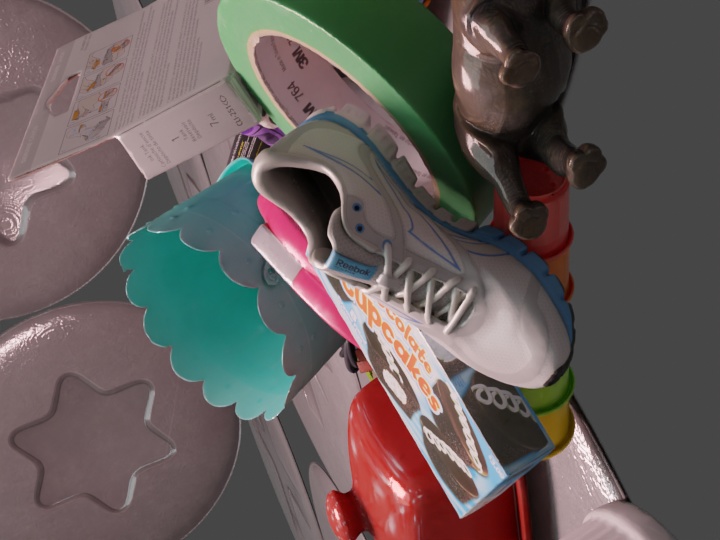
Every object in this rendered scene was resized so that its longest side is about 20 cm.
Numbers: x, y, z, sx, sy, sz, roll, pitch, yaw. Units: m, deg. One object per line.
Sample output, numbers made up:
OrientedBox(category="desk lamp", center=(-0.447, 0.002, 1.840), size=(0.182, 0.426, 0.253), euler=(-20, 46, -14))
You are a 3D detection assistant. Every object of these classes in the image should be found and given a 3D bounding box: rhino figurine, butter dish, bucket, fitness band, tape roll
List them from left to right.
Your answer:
OrientedBox(category="bucket", center=(-0.093, 0.011, 1.026), size=(0.206, 0.135, 0.209), euler=(30, 142, 27))
OrientedBox(category="fitness band", center=(0.000, 0.000, 0.886), size=(0.200, 0.038, 0.143), euler=(46, -157, 26))
OrientedBox(category="tape roll", center=(0.003, -0.102, 0.706), size=(0.200, 0.048, 0.201), euler=(38, 166, 11))
OrientedBox(category="butter dish", center=(0.042, 0.172, 0.953), size=(0.200, 0.146, 0.202), euler=(-127, 20, -50))
OrientedBox(category="rhino figurine", center=(0.072, -0.119, 0.550), size=(0.088, 0.059, 0.202), euler=(-118, 16, -48))

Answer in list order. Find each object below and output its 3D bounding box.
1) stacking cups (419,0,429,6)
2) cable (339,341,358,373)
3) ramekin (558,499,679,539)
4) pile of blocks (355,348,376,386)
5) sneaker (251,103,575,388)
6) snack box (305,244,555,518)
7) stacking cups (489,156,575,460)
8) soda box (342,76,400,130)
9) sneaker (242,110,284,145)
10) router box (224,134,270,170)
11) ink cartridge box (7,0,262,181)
OrientedBox(category="stacking cups", center=(0.023, -0.175, 0.680), size=(0.200, 0.060, 0.061), euler=(86, 160, -70))
OrientedBox(category="cable", center=(-0.025, 0.001, 1.225), size=(0.163, 0.050, 0.202), euler=(87, 163, -76))
OrientedBox(category="ramekin", center=(0.156, 0.249, 0.706), size=(0.202, 0.093, 0.204), euler=(158, 90, -78))
OrientedBox(category="pile of blocks", center=(0.019, 0.070, 1.087), size=(0.201, 0.062, 0.083), euler=(91, 155, -59))
OrientedBox(category="sneaker", center=(0.020, -0.003, 0.619), size=(0.200, 0.086, 0.075), euler=(40, 125, 15))
OrientedBox(category="snack box", center=(0.035, 0.043, 0.720), size=(0.201, 0.037, 0.116), euler=(59, 161, 15))
OrientedBox(category="stacking cups", center=(0.093, 0.025, 0.686), size=(0.061, 0.060, 0.201), euler=(-124, 17, -45))
OrientedBox(category="soda box", center=(0.012, -0.067, 0.878), size=(0.200, 0.067, 0.064), euler=(-123, 17, -47))
OrientedBox(category="sneaker", center=(-0.080, -0.140, 0.986), size=(0.200, 0.082, 0.082), euler=(24, -111, -65))
OrientedBox(category="router box", center=(-0.083, -0.080, 1.161), size=(0.200, 0.050, 0.151), euler=(120, 139, -57))
OrientedBox(category="ink cartridge box", center=(-0.153, -0.137, 0.865), size=(0.045, 0.175, 0.201), euler=(57, -162, -33))
